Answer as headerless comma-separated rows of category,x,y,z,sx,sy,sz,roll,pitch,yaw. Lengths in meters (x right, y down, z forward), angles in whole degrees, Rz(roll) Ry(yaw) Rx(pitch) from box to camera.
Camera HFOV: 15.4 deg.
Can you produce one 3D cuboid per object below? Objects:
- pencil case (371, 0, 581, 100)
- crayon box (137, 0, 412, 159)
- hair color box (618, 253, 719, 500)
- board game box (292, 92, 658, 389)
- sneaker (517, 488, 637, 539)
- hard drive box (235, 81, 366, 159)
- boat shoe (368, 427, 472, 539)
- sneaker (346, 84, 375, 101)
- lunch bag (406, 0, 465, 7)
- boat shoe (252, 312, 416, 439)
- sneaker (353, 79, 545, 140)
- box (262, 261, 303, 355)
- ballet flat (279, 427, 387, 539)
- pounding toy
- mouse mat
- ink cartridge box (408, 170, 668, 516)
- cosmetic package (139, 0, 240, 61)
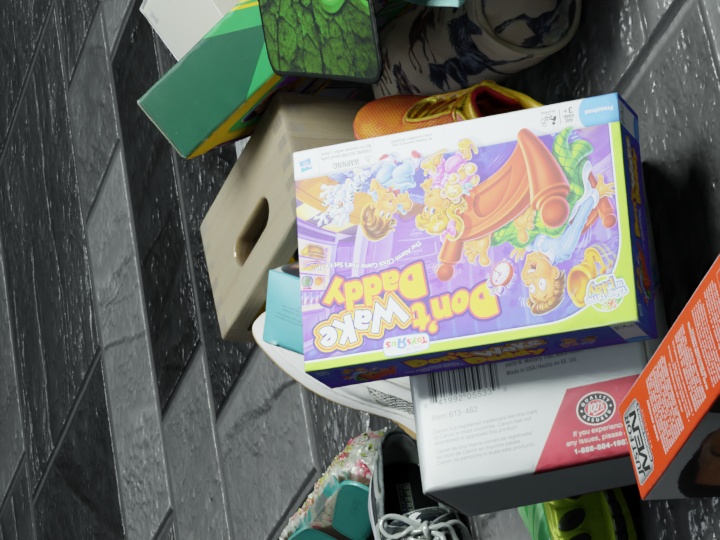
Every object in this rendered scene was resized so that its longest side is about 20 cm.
pencil case,0.076,-0.158,1.753,0.078,0.090,0.200,45,158,-8
crayon box,-0.043,-0.166,1.853,0.172,0.200,0.058,-43,85,23
hair color box,0.213,0.041,1.334,0.200,0.101,0.062,115,149,-53
board game box,0.064,-0.015,1.522,0.045,0.199,0.135,35,-132,-64
sneaker,0.119,0.108,1.650,0.084,0.074,0.201,148,119,-64
hard drive box,-0.043,-0.177,2.110,0.200,0.076,0.157,133,133,-64
boat shoe,0.045,0.194,1.873,0.200,0.073,0.068,-98,4,-47
sneaker,0.000,-0.045,2.014,0.095,0.079,0.201,-123,37,-76
lunch bag,0.054,-0.254,1.654,0.122,0.170,0.200,53,167,-18
boat shoe,0.025,0.061,1.791,0.070,0.199,0.071,-66,-4,30
sneaker,0.072,-0.094,1.697,0.199,0.073,0.077,12,139,43
box,0.033,0.013,1.691,0.082,0.200,0.049,19,113,34
ballet flat,-0.009,0.185,2.066,0.200,0.075,0.064,-53,11,55
pounding toy,0.000,0.000,1.870,0.200,0.183,0.143,123,143,-45
mouse mat,-0.036,-0.198,1.652,0.200,0.007,0.162,-167,66,-67
ink cartridge box,0.104,0.029,1.566,0.083,0.145,0.201,35,-135,-64
cosmetic package,-0.054,-0.230,1.942,0.073,0.200,0.104,52,154,7
